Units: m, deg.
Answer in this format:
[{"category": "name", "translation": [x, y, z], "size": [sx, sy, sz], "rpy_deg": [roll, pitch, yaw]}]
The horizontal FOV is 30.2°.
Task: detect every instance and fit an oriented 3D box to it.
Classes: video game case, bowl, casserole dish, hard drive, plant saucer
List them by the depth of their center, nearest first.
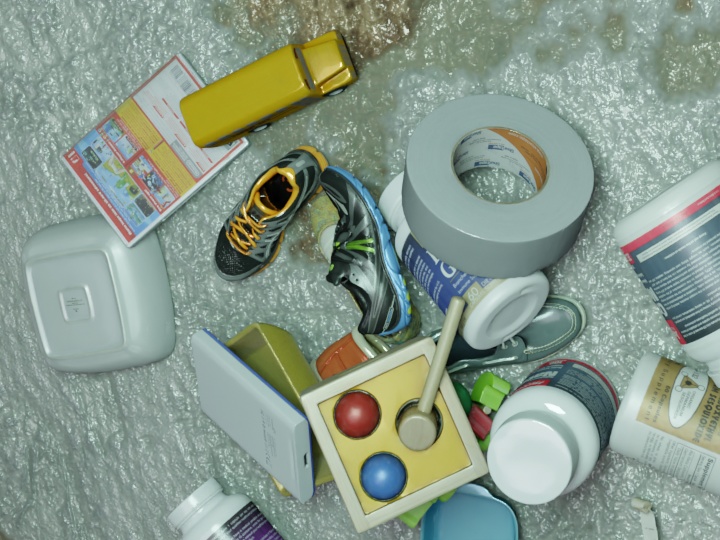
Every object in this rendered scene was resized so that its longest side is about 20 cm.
[{"category": "hard drive", "translation": [-0.128, 0.171, 1.586], "size": [0.199, 0.025, 0.133], "rpy_deg": [36, 143, 37]}, {"category": "casserole dish", "translation": [0.131, 0.343, 1.587], "size": [0.120, 0.039, 0.203], "rpy_deg": [7, 103, 20]}, {"category": "plant saucer", "translation": [-0.091, 0.161, 1.594], "size": [0.202, 0.048, 0.200], "rpy_deg": [60, 151, 2]}, {"category": "video game case", "translation": [-0.250, -0.146, 1.627], "size": [0.199, 0.017, 0.144], "rpy_deg": [-39, 85, 8]}, {"category": "bowl", "translation": [-0.342, 0.035, 1.697], "size": [0.197, 0.075, 0.203], "rpy_deg": [-8, 98, 21]}]

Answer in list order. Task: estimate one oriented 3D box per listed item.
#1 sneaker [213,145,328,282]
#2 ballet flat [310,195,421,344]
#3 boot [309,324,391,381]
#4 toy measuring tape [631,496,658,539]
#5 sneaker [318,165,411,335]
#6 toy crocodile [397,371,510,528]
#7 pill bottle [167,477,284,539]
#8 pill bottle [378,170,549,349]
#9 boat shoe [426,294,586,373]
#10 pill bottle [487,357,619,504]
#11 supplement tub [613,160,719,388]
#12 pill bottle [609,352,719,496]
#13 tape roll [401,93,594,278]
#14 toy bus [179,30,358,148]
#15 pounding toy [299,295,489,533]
[{"category": "sneaker", "translation": [-0.119, -0.065, 1.586], "size": [0.078, 0.077, 0.201], "rpy_deg": [40, 113, 8]}, {"category": "ballet flat", "translation": [0.000, 0.000, 1.557], "size": [0.070, 0.071, 0.201], "rpy_deg": [-35, 86, 24]}, {"category": "boot", "translation": [0.029, 0.159, 1.575], "size": [0.107, 0.075, 0.200], "rpy_deg": [-44, 82, 18]}, {"category": "toy measuring tape", "translation": [0.309, 0.360, 1.498], "size": [0.073, 0.073, 0.203], "rpy_deg": [-6, 100, 22]}, {"category": "sneaker", "translation": [-0.006, -0.022, 1.492], "size": [0.082, 0.071, 0.202], "rpy_deg": [-20, 87, -5]}, {"category": "toy crocodile", "translation": [0.105, 0.204, 1.528], "size": [0.067, 0.062, 0.201], "rpy_deg": [41, 81, -9]}, {"category": "pill bottle", "translation": [-0.147, 0.359, 1.661], "size": [0.112, 0.112, 0.200], "rpy_deg": [-44, 83, 23]}, {"category": "pill bottle", "translation": [0.107, -0.021, 1.467], "size": [0.111, 0.110, 0.201], "rpy_deg": [-51, 60, 22]}, {"category": "boat shoe", "translation": [0.157, 0.079, 1.511], "size": [0.198, 0.062, 0.074], "rpy_deg": [-14, 93, 23]}, {"category": "pill bottle", "translation": [0.205, 0.174, 1.436], "size": [0.118, 0.200, 0.121], "rpy_deg": [4, 102, 20]}, {"category": "supplement tub", "translation": [0.365, 0.003, 1.371], "size": [0.140, 0.140, 0.201], "rpy_deg": [-33, 87, 24]}, {"category": "pill bottle", "translation": [0.375, 0.174, 1.415], "size": [0.198, 0.114, 0.116], "rpy_deg": [22, 108, 16]}, {"category": "tape roll", "translation": [0.143, -0.091, 1.411], "size": [0.199, 0.201, 0.067], "rpy_deg": [28, 147, 14]}, {"category": "toy bus", "translation": [-0.106, -0.209, 1.546], "size": [0.198, 0.078, 0.066], "rpy_deg": [-23, 87, 22]}, {"category": "pounding toy", "translation": [0.048, 0.151, 1.428], "size": [0.198, 0.142, 0.186], "rpy_deg": [-24, 89, -3]}]
